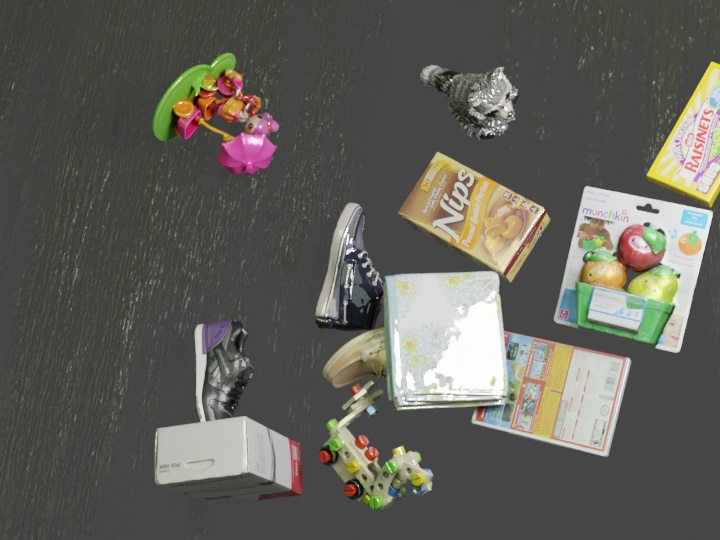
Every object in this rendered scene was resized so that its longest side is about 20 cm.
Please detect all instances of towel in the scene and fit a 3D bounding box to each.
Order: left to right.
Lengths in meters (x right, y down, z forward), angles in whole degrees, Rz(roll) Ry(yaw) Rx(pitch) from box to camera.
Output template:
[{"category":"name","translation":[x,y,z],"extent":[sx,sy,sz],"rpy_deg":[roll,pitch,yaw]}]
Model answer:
[{"category":"towel","translation":[0.120,0.100,1.698],"extent":[0.170,0.048,0.201],"rpy_deg":[-1,72,-7]}]

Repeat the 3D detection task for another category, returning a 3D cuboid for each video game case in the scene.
[{"category":"video game case","translation":[0.269,0.172,1.680],"extent":[0.199,0.017,0.144],"rpy_deg":[12,77,23]}]

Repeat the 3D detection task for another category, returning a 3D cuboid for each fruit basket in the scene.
[{"category":"fruit basket","translation":[0.375,-0.004,1.646],"extent":[0.184,0.094,0.201],"rpy_deg":[15,97,24]}]

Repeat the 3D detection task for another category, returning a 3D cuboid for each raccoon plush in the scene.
[{"category":"raccoon plush","translation":[0.153,-0.275,1.812],"extent":[0.199,0.134,0.097],"rpy_deg":[21,81,25]}]

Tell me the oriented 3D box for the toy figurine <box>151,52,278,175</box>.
[{"category":"toy figurine","translation":[-0.211,-0.243,1.963],"extent":[0.184,0.150,0.200],"rpy_deg":[37,62,13]}]

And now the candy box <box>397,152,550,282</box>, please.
[{"category":"candy box","translation":[0.170,-0.081,1.783],"extent":[0.199,0.055,0.116],"rpy_deg":[31,85,26]}]

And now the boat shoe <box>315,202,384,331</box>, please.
[{"category":"boat shoe","translation":[0.000,0.000,1.817],"extent":[0.092,0.075,0.201],"rpy_deg":[11,84,16]}]

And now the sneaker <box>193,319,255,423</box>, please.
[{"category":"sneaker","translation":[-0.206,0.170,1.829],"extent":[0.087,0.076,0.201],"rpy_deg":[-11,68,10]}]

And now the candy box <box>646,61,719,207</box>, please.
[{"category":"candy box","translation":[0.507,-0.199,1.716],"extent":[0.102,0.026,0.201],"rpy_deg":[27,83,29]}]

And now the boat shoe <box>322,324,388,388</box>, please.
[{"category":"boat shoe","translation":[0.038,0.125,1.751],"extent":[0.199,0.074,0.069],"rpy_deg":[-31,58,7]}]

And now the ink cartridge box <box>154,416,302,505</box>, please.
[{"category":"ink cartridge box","translation":[-0.187,0.277,1.711],"extent":[0.146,0.200,0.083],"rpy_deg":[-9,68,16]}]

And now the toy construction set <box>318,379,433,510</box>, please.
[{"category":"toy construction set","translation":[0.017,0.258,1.700],"extent":[0.131,0.092,0.200],"rpy_deg":[-50,54,29]}]
